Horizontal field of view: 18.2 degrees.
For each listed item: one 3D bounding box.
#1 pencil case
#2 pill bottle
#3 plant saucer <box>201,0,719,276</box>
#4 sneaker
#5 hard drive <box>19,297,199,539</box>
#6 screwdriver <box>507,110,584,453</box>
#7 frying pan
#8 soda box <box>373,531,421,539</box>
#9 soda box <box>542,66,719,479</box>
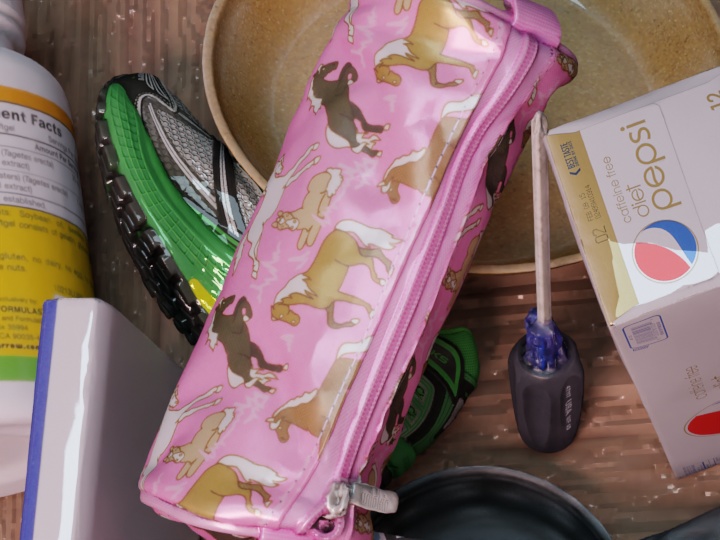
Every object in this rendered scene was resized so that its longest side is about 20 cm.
[{"bbox_3d":[0.000,0.000,0.732,0.086,0.083,0.200,19,81,18],"label":"pencil case"},{"bbox_3d":[-0.163,-0.020,0.868,0.111,0.111,0.200,-13,69,9],"label":"pill bottle"},{"bbox_3d":[0.040,-0.068,0.848,0.200,0.035,0.200,1,52,-2],"label":"plant saucer"},{"bbox_3d":[-0.033,-0.003,0.861,0.085,0.078,0.200,-35,69,-16],"label":"sneaker"},{"bbox_3d":[-0.089,0.125,0.790,0.025,0.132,0.200,-1,71,14],"label":"hard drive"},{"bbox_3d":[0.058,0.008,0.760,0.029,0.200,0.028,-15,57,2],"label":"screwdriver"},{"bbox_3d":[0.071,0.103,0.813,0.190,0.031,0.115,-41,70,-5],"label":"frying pan"},{"bbox_3d":[0.049,0.133,0.762,0.200,0.064,0.069,8,75,14],"label":"soda box"},{"bbox_3d":[0.113,0.008,0.744,0.064,0.200,0.068,-20,68,6],"label":"soda box"}]
